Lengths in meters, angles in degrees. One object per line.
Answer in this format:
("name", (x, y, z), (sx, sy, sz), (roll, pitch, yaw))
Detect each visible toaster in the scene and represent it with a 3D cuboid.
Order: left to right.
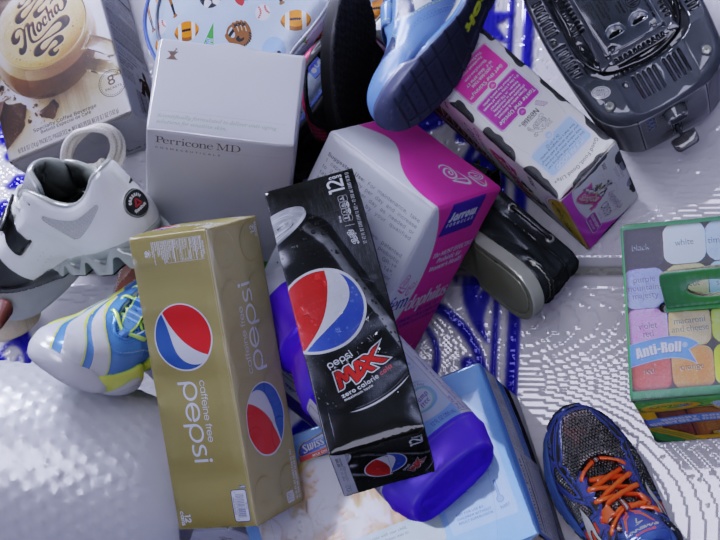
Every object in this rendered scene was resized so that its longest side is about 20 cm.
("toaster", (0.189, -0.181, 1.402), (0.113, 0.129, 0.201), (-30, 71, 6))

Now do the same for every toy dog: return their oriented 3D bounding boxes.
("toy dog", (-0.227, -0.006, 1.485), (0.200, 0.132, 0.096), (-38, 32, 11))

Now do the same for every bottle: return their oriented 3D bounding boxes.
("bottle", (0.001, 0.076, 1.287), (0.083, 0.065, 0.200), (-40, 62, -7))

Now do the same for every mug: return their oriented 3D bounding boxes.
("mug", (-0.201, 0.125, 1.364), (0.174, 0.148, 0.201), (6, 46, 5))

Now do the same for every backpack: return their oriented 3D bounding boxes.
("backpack", (-0.076, -0.190, 1.476), (0.200, 0.154, 0.190), (-49, 59, 2))

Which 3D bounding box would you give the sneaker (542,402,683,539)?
("sneaker", (0.191, 0.179, 1.329), (0.075, 0.079, 0.201), (-23, 72, -13))

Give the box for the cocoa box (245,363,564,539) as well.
("cocoa box", (0.028, 0.170, 1.357), (0.199, 0.131, 0.134), (-22, 71, 9))

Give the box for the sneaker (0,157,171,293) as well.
("sneaker", (-0.223, -0.040, 1.370), (0.199, 0.089, 0.074), (-12, 27, 39))

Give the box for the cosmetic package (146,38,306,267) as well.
("cosmetic package", (-0.100, -0.070, 1.378), (0.107, 0.200, 0.085), (6, 58, -1))

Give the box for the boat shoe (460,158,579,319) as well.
("boat shoe", (0.087, -0.047, 1.432), (0.066, 0.075, 0.199), (-32, 52, -20))

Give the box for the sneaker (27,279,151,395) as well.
("sneaker", (-0.153, 0.024, 1.330), (0.075, 0.200, 0.106), (29, 104, 20))

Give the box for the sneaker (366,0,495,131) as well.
("sneaker", (0.044, -0.189, 1.334), (0.082, 0.074, 0.201), (20, 72, 18))

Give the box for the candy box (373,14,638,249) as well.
("candy box", (0.107, -0.114, 1.405), (0.061, 0.136, 0.200), (-47, 68, 0))

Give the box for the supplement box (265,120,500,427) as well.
("supplement box", (0.000, 0.000, 1.381), (0.103, 0.101, 0.201), (36, 118, 21))

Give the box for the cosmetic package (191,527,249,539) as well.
("cosmetic package", (-0.184, 0.161, 1.452), (0.199, 0.074, 0.102), (-7, 73, 13))

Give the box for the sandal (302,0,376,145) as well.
("sandal", (-0.020, -0.126, 1.386), (0.045, 0.201, 0.075), (19, 54, 17))

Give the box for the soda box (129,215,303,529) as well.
("soda box", (-0.095, 0.067, 1.276), (0.064, 0.068, 0.201), (-6, 96, 28))

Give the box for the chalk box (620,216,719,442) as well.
("chalk box", (0.245, 0.037, 1.293), (0.124, 0.200, 0.125), (-5, 75, 15))

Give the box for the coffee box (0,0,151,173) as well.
("coffee box", (-0.244, -0.186, 1.553), (0.112, 0.080, 0.201), (-21, 71, 11))

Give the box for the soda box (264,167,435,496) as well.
("soda box", (-0.008, 0.038, 1.230), (0.063, 0.071, 0.201), (-16, 59, 0))
